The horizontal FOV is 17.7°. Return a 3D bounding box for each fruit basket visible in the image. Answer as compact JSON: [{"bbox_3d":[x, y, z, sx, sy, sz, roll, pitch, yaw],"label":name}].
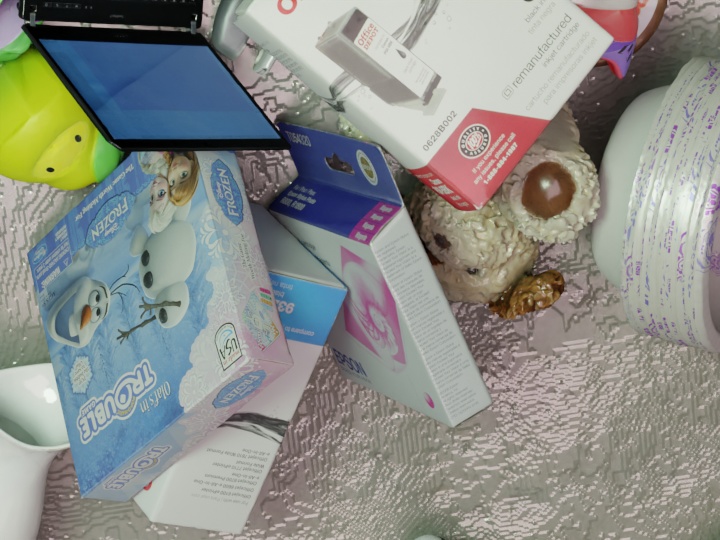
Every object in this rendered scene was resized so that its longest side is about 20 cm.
[{"bbox_3d":[-0.257,-0.125,1.588,0.214,0.156,0.217,1,95,6],"label":"fruit basket"}]

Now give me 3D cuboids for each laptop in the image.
[{"bbox_3d":[-0.130,-0.185,1.533,0.103,0.177,0.202,11,99,36],"label":"laptop"}]

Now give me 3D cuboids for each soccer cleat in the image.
[{"bbox_3d":[0.095,-0.165,1.601,0.198,0.068,0.074,-3,106,-7],"label":"soccer cleat"}]

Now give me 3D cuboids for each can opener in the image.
[{"bbox_3d":[-0.035,-0.229,1.614,0.067,0.053,0.201,28,102,-13],"label":"can opener"}]

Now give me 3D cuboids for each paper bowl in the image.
[{"bbox_3d":[0.231,-0.050,1.625,0.104,0.200,0.202,15,108,24],"label":"paper bowl"}]

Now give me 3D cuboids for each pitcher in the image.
[{"bbox_3d":[-0.299,0.156,1.650,0.171,0.122,0.200,12,124,-38],"label":"pitcher"}]

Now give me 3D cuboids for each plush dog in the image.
[{"bbox_3d":[0.083,-0.058,1.651,0.199,0.160,0.173,28,120,16],"label":"plush dog"}]

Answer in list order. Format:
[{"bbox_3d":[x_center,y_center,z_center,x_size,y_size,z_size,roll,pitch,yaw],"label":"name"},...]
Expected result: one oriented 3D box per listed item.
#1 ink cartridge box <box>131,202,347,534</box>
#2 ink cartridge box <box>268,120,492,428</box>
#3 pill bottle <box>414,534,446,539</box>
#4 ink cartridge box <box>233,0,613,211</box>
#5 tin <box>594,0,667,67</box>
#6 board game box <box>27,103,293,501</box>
[{"bbox_3d":[-0.109,0.063,1.637,0.083,0.145,0.201,12,109,-36],"label":"ink cartridge box"},{"bbox_3d":[0.000,0.000,1.613,0.043,0.196,0.201,-30,108,-16],"label":"ink cartridge box"},{"bbox_3d":[0.114,0.287,1.753,0.199,0.112,0.113,25,103,-12],"label":"pill bottle"},{"bbox_3d":[0.039,-0.156,1.492,0.200,0.083,0.147,39,87,-8],"label":"ink cartridge box"},{"bbox_3d":[0.128,-0.223,1.639,0.199,0.042,0.112,32,106,-13],"label":"tin"},{"bbox_3d":[-0.142,0.024,1.578,0.043,0.200,0.200,9,143,-42],"label":"board game box"}]
